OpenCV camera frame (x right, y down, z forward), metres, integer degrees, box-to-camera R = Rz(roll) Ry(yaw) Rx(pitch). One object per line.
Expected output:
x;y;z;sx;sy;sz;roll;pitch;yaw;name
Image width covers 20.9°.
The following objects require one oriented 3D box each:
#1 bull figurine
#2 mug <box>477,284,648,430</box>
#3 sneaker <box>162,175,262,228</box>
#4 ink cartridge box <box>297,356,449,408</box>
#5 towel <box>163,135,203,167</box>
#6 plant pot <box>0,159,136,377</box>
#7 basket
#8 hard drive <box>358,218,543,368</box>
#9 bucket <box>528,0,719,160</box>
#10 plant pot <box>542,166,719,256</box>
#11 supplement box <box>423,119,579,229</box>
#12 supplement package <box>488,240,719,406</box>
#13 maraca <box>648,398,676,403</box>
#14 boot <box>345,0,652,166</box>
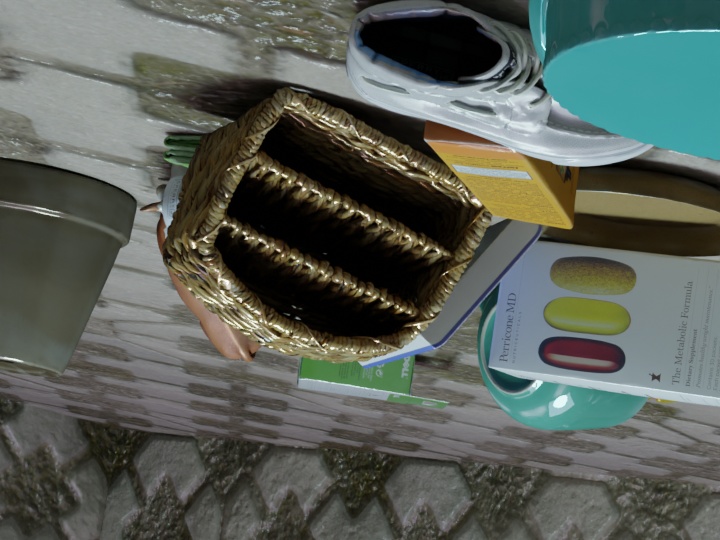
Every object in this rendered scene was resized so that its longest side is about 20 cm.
-0.136;-0.015;1.695;0.065;0.201;0.122;-18;-153;4;bull figurine
0.167;0.067;1.761;0.114;0.153;0.184;1;179;-39;mug
-0.087;-0.029;1.608;0.070;0.074;0.200;5;172;26;sneaker
0.018;0.133;2.540;0.198;0.060;0.104;9;170;-1;ink cartridge box
-0.043;-0.073;1.577;0.199;0.031;0.149;4;168;26;towel
-0.321;0.004;1.829;0.198;0.175;0.200;9;171;2;plant pot
-0.028;-0.020;1.428;0.199;0.144;0.149;27;157;-23;basket
0.066;0.019;1.581;0.025;0.132;0.200;44;164;-6;hard drive
0.168;-0.130;0.799;0.206;0.136;0.207;10;168;2;bucket
0.211;-0.047;1.509;0.198;0.028;0.200;9;170;1;plant pot
0.099;-0.085;1.293;0.068;0.067;0.200;5;168;19;supplement box
0.218;0.044;1.605;0.198;0.115;0.109;6;174;18;supplement package
0.304;0.070;1.831;0.199;0.108;0.137;1;165;36;maraca
0.086;-0.110;1.140;0.198;0.074;0.096;9;176;3;boot
